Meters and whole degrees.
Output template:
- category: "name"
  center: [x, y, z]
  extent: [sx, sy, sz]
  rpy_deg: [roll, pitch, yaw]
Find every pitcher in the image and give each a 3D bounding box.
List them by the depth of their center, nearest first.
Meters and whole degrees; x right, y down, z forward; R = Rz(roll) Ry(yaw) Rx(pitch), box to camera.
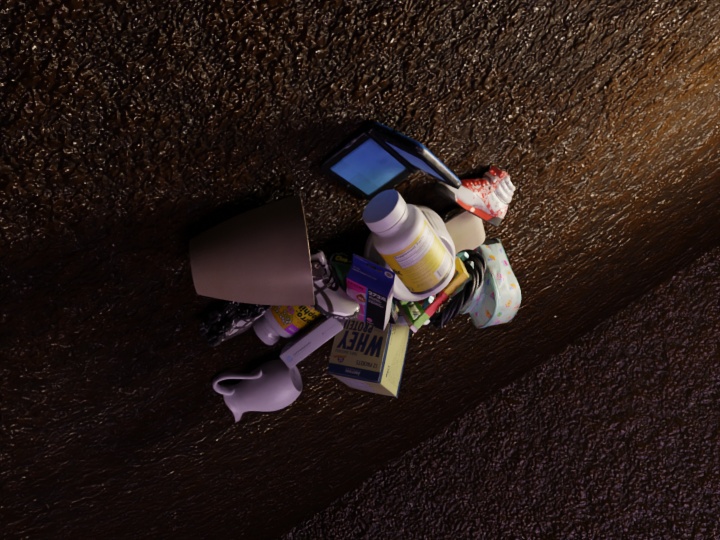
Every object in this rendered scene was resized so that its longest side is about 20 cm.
- category: "pitcher"
  center: [-0.261, 0.291, 1.654]
  extent: [0.195, 0.123, 0.173]
  rpy_deg: [-21, 140, 10]

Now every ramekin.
- category: "ramekin"
  center: [0.111, -0.027, 1.384]
  extent: [0.197, 0.095, 0.207]
  rpy_deg: [-13, 125, -18]

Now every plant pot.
- category: "plant pot"
  center: [-0.187, -0.021, 1.115]
  extent: [0.194, 0.192, 0.189]
  rpy_deg: [-8, 151, -8]

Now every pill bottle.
- category: "pill bottle"
  center: [0.089, -0.052, 1.231]
  extent: [0.110, 0.112, 0.201]
  rpy_deg: [-33, 124, 11]
- category: "pill bottle"
  center: [-0.136, 0.072, 1.385]
  extent: [0.198, 0.106, 0.104]
  rpy_deg: [-37, 153, 17]

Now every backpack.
- category: "backpack"
  center: [0.316, 0.042, 1.675]
  extent: [0.150, 0.203, 0.177]
  rpy_deg: [-13, 151, -26]

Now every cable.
- category: "cable"
  center: [0.210, 0.045, 1.450]
  extent: [0.051, 0.203, 0.161]
  rpy_deg: [41, 136, -22]

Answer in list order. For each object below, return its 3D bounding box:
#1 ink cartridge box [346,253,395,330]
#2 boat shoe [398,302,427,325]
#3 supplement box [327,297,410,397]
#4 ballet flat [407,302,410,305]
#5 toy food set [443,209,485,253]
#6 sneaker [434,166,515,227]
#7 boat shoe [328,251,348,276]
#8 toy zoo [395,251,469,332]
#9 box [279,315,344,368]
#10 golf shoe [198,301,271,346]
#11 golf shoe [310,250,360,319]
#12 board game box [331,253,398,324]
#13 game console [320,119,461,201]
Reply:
- category: "ink cartridge box"
  center: [0.018, 0.048, 1.317]
  extent: [0.038, 0.093, 0.202]
  rpy_deg: [-59, 166, -30]
- category: "boat shoe"
  center: [0.139, 0.099, 1.587]
  extent: [0.070, 0.064, 0.199]
  rpy_deg: [-4, 178, 22]
- category: "supplement box"
  center: [0.028, 0.184, 1.600]
  extent: [0.130, 0.206, 0.200]
  rpy_deg: [7, 162, 19]
- category: "ballet flat"
  center: [0.132, 0.047, 1.653]
  extent: [0.064, 0.067, 0.201]
  rpy_deg: [-46, 166, -18]
- category: "toy food set"
  center: [0.193, -0.084, 1.507]
  extent: [0.197, 0.061, 0.144]
  rpy_deg: [-30, 142, -1]
- category: "sneaker"
  center: [0.247, -0.179, 1.383]
  extent: [0.198, 0.067, 0.110]
  rpy_deg: [23, 98, -35]
- category: "boat shoe"
  center: [0.000, 0.000, 1.452]
  extent: [0.092, 0.070, 0.201]
  rpy_deg: [-56, 141, -18]
- category: "toy zoo"
  center: [0.167, 0.034, 1.454]
  extent: [0.020, 0.132, 0.200]
  rpy_deg: [40, 98, -23]
- category: "box"
  center: [-0.095, 0.117, 1.448]
  extent: [0.155, 0.041, 0.201]
  rpy_deg: [-37, -166, 16]
- category: "golf shoe"
  center: [-0.241, 0.079, 1.349]
  extent: [0.197, 0.079, 0.094]
  rpy_deg: [-32, 171, 10]
- category: "golf shoe"
  center: [-0.077, 0.018, 1.257]
  extent: [0.096, 0.197, 0.078]
  rpy_deg: [-59, -178, 20]
- category: "board game box"
  center: [0.012, 0.042, 1.371]
  extent: [0.024, 0.102, 0.202]
  rpy_deg: [-60, 150, -27]
- category: "game console"
  center: [0.058, -0.167, 1.152]
  extent: [0.120, 0.169, 0.199]
  rpy_deg: [-60, 148, 5]
